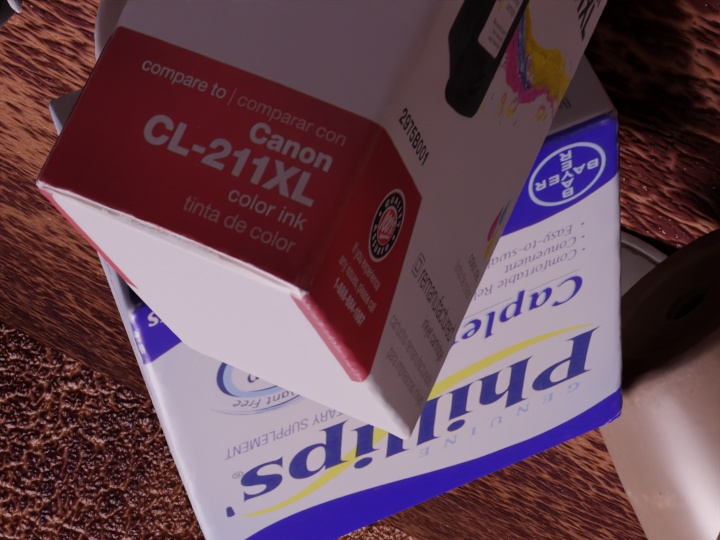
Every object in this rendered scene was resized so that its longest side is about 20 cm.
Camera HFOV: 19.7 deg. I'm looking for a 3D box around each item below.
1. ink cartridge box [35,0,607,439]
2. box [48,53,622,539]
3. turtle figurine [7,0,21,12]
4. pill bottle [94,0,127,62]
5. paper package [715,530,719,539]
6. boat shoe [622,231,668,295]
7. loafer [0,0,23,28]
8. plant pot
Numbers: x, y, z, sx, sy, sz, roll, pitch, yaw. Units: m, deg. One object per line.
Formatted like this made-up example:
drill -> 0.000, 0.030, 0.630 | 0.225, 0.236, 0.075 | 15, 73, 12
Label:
ink cartridge box -> 0.007, -0.073, 0.591 | 0.082, 0.201, 0.146 | 21, 167, 19
box -> 0.000, 0.000, 0.789 | 0.201, 0.183, 0.105 | 78, 168, -55
turtle figurine -> -0.085, -0.164, 0.669 | 0.149, 0.101, 0.201 | 5, 143, 27
pill bottle -> -0.017, -0.065, 0.885 | 0.114, 0.115, 0.200 | 20, 165, 34
paper package -> 0.184, 0.079, 0.691 | 0.103, 0.200, 0.191 | 26, 136, 7
boat shoe -> 0.100, 0.015, 1.058 | 0.199, 0.074, 0.060 | 15, 172, 30
loafer -> -0.226, -0.151, 1.112 | 0.072, 0.073, 0.200 | 27, 169, 0
plant pot -> 0.187, 0.078, 0.905 | 0.175, 0.200, 0.200 | 50, 162, -15
